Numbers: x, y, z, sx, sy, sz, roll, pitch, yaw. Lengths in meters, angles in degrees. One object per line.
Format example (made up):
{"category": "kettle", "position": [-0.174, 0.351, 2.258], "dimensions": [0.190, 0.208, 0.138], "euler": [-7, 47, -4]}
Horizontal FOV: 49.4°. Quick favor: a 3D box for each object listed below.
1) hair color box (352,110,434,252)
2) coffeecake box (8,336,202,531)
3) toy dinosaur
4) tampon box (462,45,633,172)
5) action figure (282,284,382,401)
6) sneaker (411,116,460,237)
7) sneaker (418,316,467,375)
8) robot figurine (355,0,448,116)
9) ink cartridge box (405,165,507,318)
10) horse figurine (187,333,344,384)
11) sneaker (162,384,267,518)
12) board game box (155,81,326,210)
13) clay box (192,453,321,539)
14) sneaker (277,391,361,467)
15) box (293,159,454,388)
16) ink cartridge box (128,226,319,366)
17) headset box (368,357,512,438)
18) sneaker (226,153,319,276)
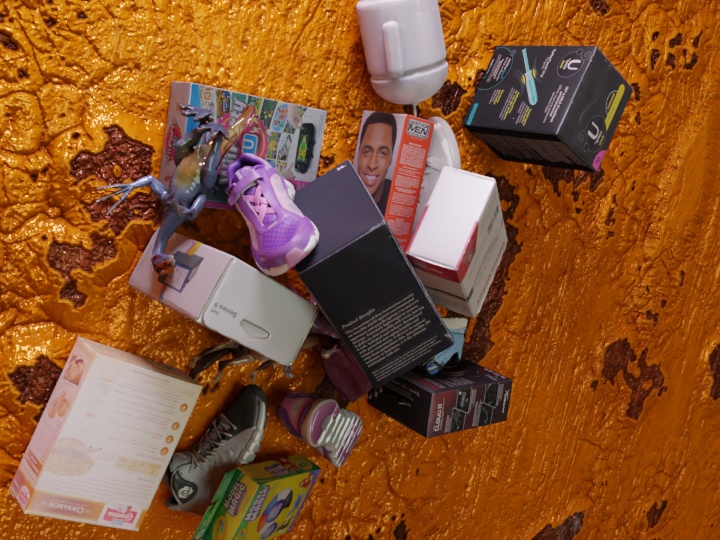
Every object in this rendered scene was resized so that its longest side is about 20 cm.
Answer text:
{"category": "hair color box", "position": [0.035, -0.125, 1.136], "dimensions": [0.061, 0.101, 0.201], "euler": [7, 97, -39]}
{"category": "coffeecake box", "position": [-0.312, 0.205, 0.970], "dimensions": [0.153, 0.073, 0.201], "euler": [27, 85, -40]}
{"category": "toy dinosaur", "position": [-0.190, -0.087, 0.903], "dimensions": [0.200, 0.105, 0.182], "euler": [-17, 133, -46]}
{"category": "tampon box", "position": [0.293, -0.257, 1.239], "dimensions": [0.126, 0.200, 0.150], "euler": [29, 84, -39]}
{"category": "action figure", "position": [-0.039, 0.093, 1.137], "dimensions": [0.200, 0.134, 0.149], "euler": [52, 33, -10]}
{"category": "sneaker", "position": [0.089, -0.127, 1.196], "dimensions": [0.115, 0.074, 0.201], "euler": [-19, 115, -37]}
{"category": "sneaker", "position": [0.107, 0.117, 1.207], "dimensions": [0.200, 0.078, 0.091], "euler": [3, 83, -51]}
{"category": "robot figurine", "position": [0.059, -0.320, 1.091], "dimensions": [0.170, 0.112, 0.201], "euler": [-57, 139, -58]}
{"category": "ink cartridge box", "position": [0.147, -0.037, 1.151], "dimensions": [0.147, 0.083, 0.200], "euler": [-65, 157, -15]}
{"category": "horse figurine", "position": [-0.137, 0.108, 1.028], "dimensions": [0.132, 0.199, 0.050], "euler": [-37, 117, -57]}
{"category": "sneaker", "position": [-0.208, 0.243, 1.065], "dimensions": [0.115, 0.075, 0.201], "euler": [22, 89, -38]}
{"category": "board game box", "position": [-0.150, -0.150, 1.007], "dimensions": [0.199, 0.064, 0.148], "euler": [3, 101, -38]}
{"category": "clay box", "position": [-0.142, 0.327, 1.097], "dimensions": [0.115, 0.047, 0.200], "euler": [-63, 155, 7]}
{"category": "sneaker", "position": [-0.063, 0.229, 1.167], "dimensions": [0.081, 0.088, 0.200], "euler": [-63, 152, -18]}
{"category": "box", "position": [0.000, 0.000, 0.981], "dimensions": [0.123, 0.200, 0.199], "euler": [-30, 120, 2]}
{"category": "ink cartridge box", "position": [-0.168, 0.030, 0.952], "dimensions": [0.145, 0.200, 0.088], "euler": [33, 83, -39]}
{"category": "headset box", "position": [0.121, 0.197, 1.263], "dimensions": [0.199, 0.149, 0.078], "euler": [-1, 103, -37]}
{"category": "sneaker", "position": [-0.112, -0.072, 0.897], "dimensions": [0.080, 0.200, 0.089], "euler": [-33, 127, 2]}
